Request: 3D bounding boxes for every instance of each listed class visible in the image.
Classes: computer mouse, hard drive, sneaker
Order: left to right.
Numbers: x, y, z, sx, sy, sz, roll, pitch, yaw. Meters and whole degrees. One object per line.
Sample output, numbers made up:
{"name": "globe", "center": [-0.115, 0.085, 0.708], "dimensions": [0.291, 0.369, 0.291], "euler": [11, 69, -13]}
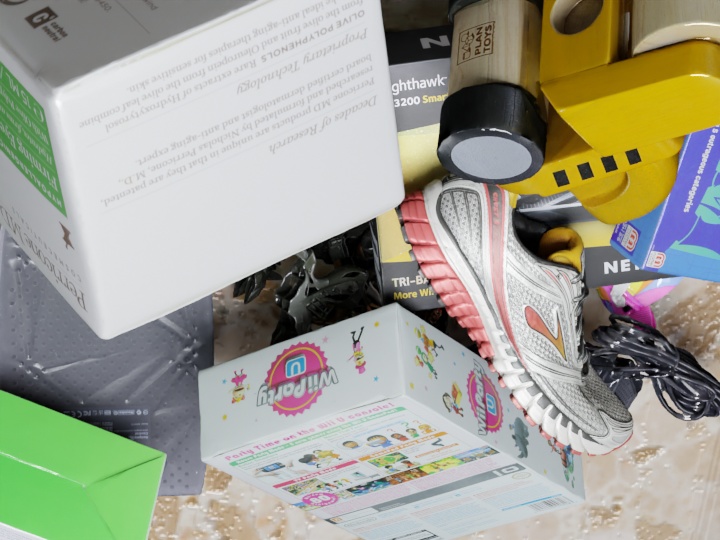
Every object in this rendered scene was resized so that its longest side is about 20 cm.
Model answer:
{"name": "hard drive", "center": [-0.159, 0.048, 1.753], "dimensions": [0.135, 0.042, 0.200], "euler": [-1, 118, -6]}
{"name": "sneaker", "center": [0.102, 0.024, 1.596], "dimensions": [0.082, 0.078, 0.200], "euler": [-32, 116, 9]}
{"name": "computer mouse", "center": [0.118, 0.068, 1.764], "dimensions": [0.200, 0.053, 0.138], "euler": [-17, 149, 28]}

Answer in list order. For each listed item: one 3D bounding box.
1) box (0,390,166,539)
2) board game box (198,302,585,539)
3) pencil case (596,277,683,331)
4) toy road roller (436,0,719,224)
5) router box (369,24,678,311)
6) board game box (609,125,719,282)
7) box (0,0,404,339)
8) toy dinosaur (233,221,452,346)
{"name": "box", "center": [-0.246, 0.158, 1.726], "dimensions": [0.200, 0.097, 0.176], "euler": [21, 139, -11]}
{"name": "board game box", "center": [0.021, 0.100, 1.699], "dimensions": [0.148, 0.064, 0.200], "euler": [-19, 149, 29]}
{"name": "pencil case", "center": [0.123, -0.053, 1.707], "dimensions": [0.200, 0.088, 0.088], "euler": [41, 106, -20]}
{"name": "toy road roller", "center": [0.143, -0.104, 1.495], "dimensions": [0.200, 0.123, 0.146], "euler": [-17, 144, 33]}
{"name": "router box", "center": [0.102, -0.066, 1.626], "dimensions": [0.200, 0.052, 0.157], "euler": [-8, 116, -3]}
{"name": "board game box", "center": [0.257, -0.062, 1.610], "dimensions": [0.200, 0.045, 0.152], "euler": [8, 109, -27]}
{"name": "box", "center": [-0.113, -0.110, 1.545], "dimensions": [0.200, 0.199, 0.171], "euler": [-26, 133, -19]}
{"name": "toy dinosaur", "center": [0.000, 0.000, 1.735], "dimensions": [0.136, 0.102, 0.200], "euler": [-5, 101, -23]}
